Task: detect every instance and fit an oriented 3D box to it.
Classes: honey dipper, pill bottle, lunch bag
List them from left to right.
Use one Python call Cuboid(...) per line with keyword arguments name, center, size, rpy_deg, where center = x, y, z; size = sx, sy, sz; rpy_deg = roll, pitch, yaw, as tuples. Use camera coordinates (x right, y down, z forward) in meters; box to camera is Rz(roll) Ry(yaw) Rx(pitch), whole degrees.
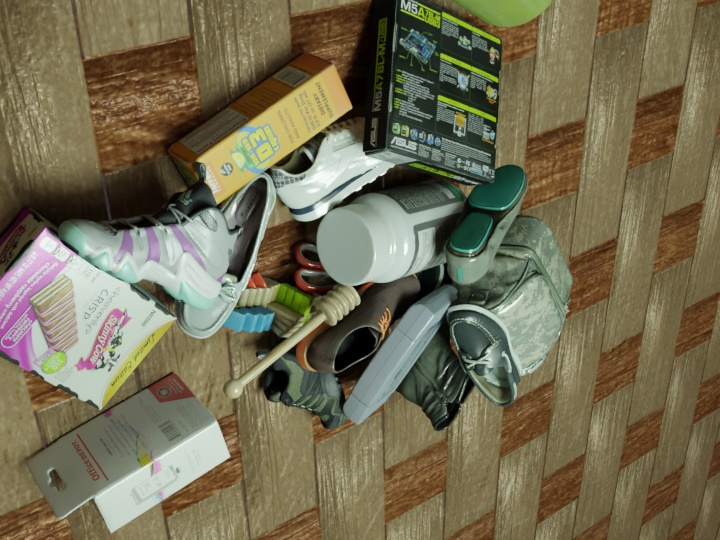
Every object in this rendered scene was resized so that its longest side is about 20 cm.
Cuboid(name="honey dipper", center=(-0.083, 0.085, 1.083), size=(0.200, 0.038, 0.038), rpy_deg=(-39, 134, -22))
Cuboid(name="pill bottle", center=(0.046, -0.048, 1.149), size=(0.200, 0.113, 0.113), rpy_deg=(-16, 125, -47))
Cuboid(name="lunch bag", center=(0.213, 0.039, 1.312), size=(0.200, 0.139, 0.168), rpy_deg=(55, 50, -47))

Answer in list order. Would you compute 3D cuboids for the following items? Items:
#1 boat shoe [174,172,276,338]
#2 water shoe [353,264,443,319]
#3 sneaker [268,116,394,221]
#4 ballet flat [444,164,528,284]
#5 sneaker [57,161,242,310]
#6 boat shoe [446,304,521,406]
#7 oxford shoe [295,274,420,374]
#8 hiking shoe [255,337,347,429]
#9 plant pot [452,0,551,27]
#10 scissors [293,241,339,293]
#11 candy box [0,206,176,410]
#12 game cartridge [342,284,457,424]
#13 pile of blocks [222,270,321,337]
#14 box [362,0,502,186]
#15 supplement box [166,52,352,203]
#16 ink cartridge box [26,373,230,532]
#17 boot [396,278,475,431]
Cuboid(name="boat shoe", center=(-0.152, -0.019, 1.030), size=(0.074, 0.065, 0.202), rpy_deg=(28, 85, -8))
Cuboid(name="water shoe", center=(0.034, 0.028, 1.226), size=(0.200, 0.072, 0.079), rpy_deg=(-35, 153, -18))
Cuboid(name="sneaker", center=(-0.018, -0.146, 1.096), size=(0.200, 0.076, 0.081), rpy_deg=(-41, 125, -16))
Cuboid(name="ballet flat", center=(0.158, -0.058, 1.153), size=(0.200, 0.067, 0.064), rpy_deg=(-54, 148, -40))
Cuboid(name="sneaker", center=(-0.201, -0.052, 0.926), size=(0.200, 0.078, 0.140), rpy_deg=(28, 89, -53))
Cuboid(name="boat shoe", center=(0.171, 0.117, 1.235), size=(0.200, 0.076, 0.060), rpy_deg=(47, 44, -41))
Cuboid(name="oxford shoe", center=(0.015, 0.069, 1.145), size=(0.200, 0.073, 0.071), rpy_deg=(-39, 123, -28))
Cuboid(name="hiking shoe", center=(-0.080, 0.151, 1.228), size=(0.101, 0.076, 0.200), rpy_deg=(-19, 133, -4))
Cuboid(name="plant pot", center=(0.143, -0.372, 1.035), size=(0.200, 0.200, 0.190), rpy_deg=(-59, 149, 5))
Cuboid(name="scissors", center=(0.000, 0.000, 1.183), size=(0.200, 0.073, 0.014), rpy_deg=(4, 145, -32))
Cuboid(name="candy box", center=(-0.312, 0.045, 0.964), size=(0.136, 0.061, 0.200), rpy_deg=(-51, 136, -5))
Cuboid(name="game cartridge", center=(0.052, 0.112, 1.219), size=(0.200, 0.042, 0.133), rpy_deg=(-57, 162, 24))
Cuboid(name="pile of blocks", center=(-0.115, 0.036, 1.109), size=(0.200, 0.082, 0.062), rpy_deg=(2, 113, -40))
Cuboid(name="box", center=(0.093, -0.216, 1.111), size=(0.200, 0.047, 0.193), rpy_deg=(9, 80, -43))
Cuboid(name="supplement box", center=(-0.110, -0.158, 1.012), size=(0.200, 0.069, 0.067), rpy_deg=(-37, 131, -14))
Cuboid(name="ink cartridge box", center=(-0.270, 0.219, 1.063), size=(0.200, 0.116, 0.068), rpy_deg=(-30, 131, -23))
Cuboid(name="boot", center=(0.129, 0.124, 1.332), size=(0.068, 0.131, 0.200), rpy_deg=(12, 107, -44))
